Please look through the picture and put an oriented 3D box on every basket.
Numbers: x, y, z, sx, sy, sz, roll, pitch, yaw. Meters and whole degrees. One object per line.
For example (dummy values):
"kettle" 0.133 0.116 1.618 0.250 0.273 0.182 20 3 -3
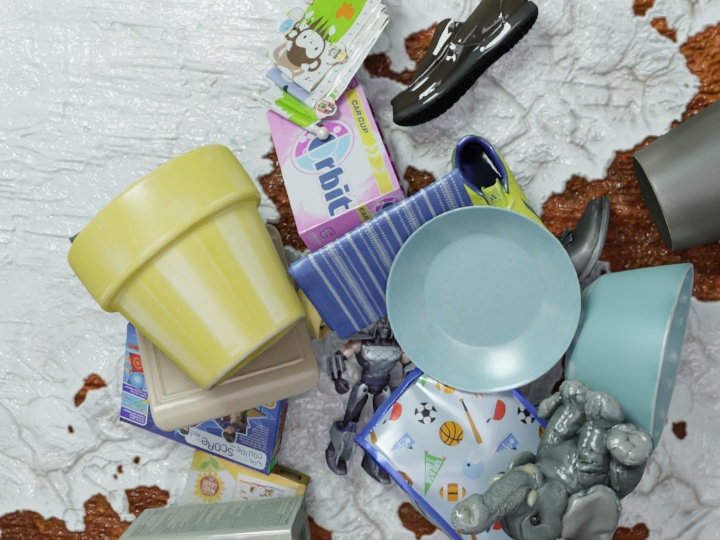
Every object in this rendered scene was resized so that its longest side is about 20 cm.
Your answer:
"basket" 0.402 -0.109 0.983 0.198 0.136 0.183 -24 89 11

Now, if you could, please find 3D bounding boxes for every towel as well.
"towel" 0.033 -0.013 0.972 0.198 0.145 0.024 -30 51 3

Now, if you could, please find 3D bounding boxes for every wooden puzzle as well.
"wooden puzzle" -0.155 0.061 1.033 0.182 0.037 0.203 -15 67 -8

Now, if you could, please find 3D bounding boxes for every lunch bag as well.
"lunch bag" 0.113 0.194 1.027 0.200 0.124 0.170 45 80 -9

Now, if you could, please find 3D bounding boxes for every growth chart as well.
"growth chart" -0.043 -0.251 1.023 0.144 0.018 0.202 26 85 33

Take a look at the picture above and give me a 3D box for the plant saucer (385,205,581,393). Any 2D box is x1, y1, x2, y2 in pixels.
"plant saucer" 0.126 0.027 0.962 0.197 0.039 0.204 3 109 9

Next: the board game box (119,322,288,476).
"board game box" -0.181 0.144 1.078 0.197 0.034 0.137 18 116 11

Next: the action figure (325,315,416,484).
"action figure" 0.015 0.138 1.070 0.128 0.069 0.203 6 105 -13

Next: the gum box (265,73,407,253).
"gum box" -0.025 -0.117 1.005 0.112 0.066 0.202 -24 52 7

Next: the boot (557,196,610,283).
"boot" 0.173 -0.021 1.047 0.172 0.069 0.202 27 91 11

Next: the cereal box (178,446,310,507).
"cereal box" -0.156 0.323 1.124 0.142 0.040 0.203 19 98 4

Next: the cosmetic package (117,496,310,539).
"cosmetic package" -0.161 0.313 1.051 0.196 0.104 0.074 -7 96 7

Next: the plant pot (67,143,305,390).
"plant pot" -0.160 0.008 0.942 0.200 0.201 0.190 -37 87 8

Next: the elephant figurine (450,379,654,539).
"elephant figurine" 0.187 0.219 0.917 0.155 0.142 0.200 41 73 3

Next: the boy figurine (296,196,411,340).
"boy figurine" 0.000 0.000 1.035 0.199 0.124 0.065 -40 78 13

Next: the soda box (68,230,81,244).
"soda box" -0.233 -0.060 1.082 0.198 0.063 0.071 -31 92 8

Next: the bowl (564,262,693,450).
"bowl" 0.283 0.083 0.996 0.104 0.200 0.204 11 97 25

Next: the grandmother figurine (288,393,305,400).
"grandmother figurine" -0.140 0.083 1.091 0.199 0.061 0.122 36 107 4

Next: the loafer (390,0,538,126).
"loafer" 0.104 -0.240 1.034 0.199 0.073 0.072 -41 81 3

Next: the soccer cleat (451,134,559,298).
"soccer cleat" 0.156 -0.057 0.988 0.064 0.084 0.202 -32 71 6
